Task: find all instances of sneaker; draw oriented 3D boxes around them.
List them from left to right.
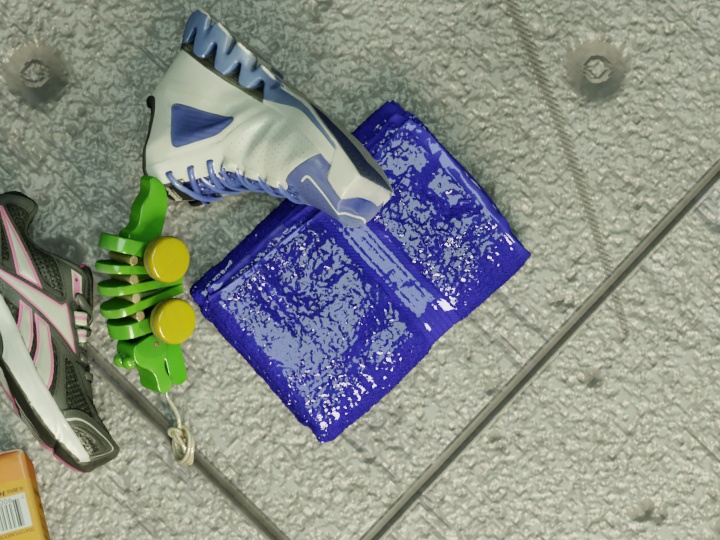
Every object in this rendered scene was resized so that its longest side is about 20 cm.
[{"bbox_3d":[-0.208,0.035,1.528,0.086,0.080,0.201,-30,92,-15],"label":"sneaker"},{"bbox_3d":[-0.076,-0.076,1.537,0.115,0.080,0.199,-50,61,7],"label":"sneaker"}]

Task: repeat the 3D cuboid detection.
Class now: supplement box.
[{"bbox_3d":[-0.225,0.223,1.506,0.068,0.067,0.201,-13,76,-4],"label":"supplement box"}]

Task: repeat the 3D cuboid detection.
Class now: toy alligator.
[{"bbox_3d":[-0.145,0.039,1.522,0.054,0.059,0.201,-13,105,-32],"label":"toy alligator"}]

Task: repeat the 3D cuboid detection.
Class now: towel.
[{"bbox_3d":[0.000,0.000,1.557,0.200,0.050,0.148,-43,87,-5],"label":"towel"}]
